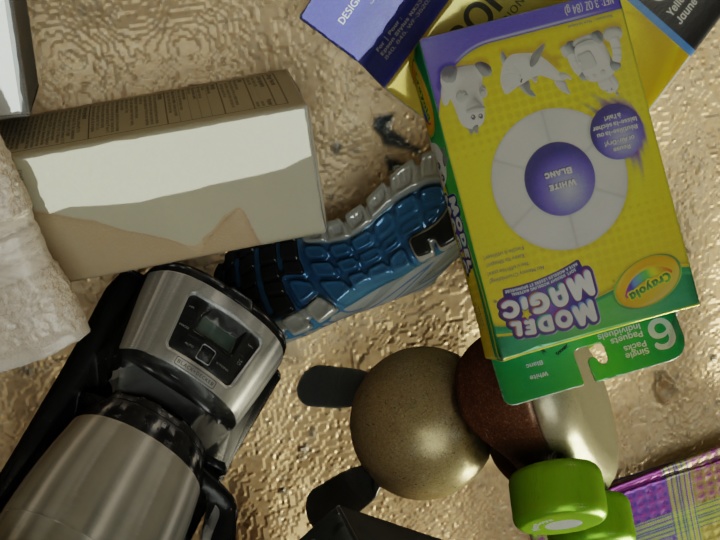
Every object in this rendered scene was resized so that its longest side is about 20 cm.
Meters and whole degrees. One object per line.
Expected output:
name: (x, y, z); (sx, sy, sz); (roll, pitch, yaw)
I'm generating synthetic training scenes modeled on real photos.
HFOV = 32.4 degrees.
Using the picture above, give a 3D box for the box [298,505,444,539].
box: (-0.017, 0.253, 0.696); (0.200, 0.125, 0.148); (-43, 141, 13)

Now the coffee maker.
coffee maker: (-0.150, 0.110, 0.717); (0.135, 0.190, 0.201); (50, 51, -32)

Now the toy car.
toy car: (0.054, 0.099, 0.777); (0.197, 0.167, 0.158); (-15, 153, 19)

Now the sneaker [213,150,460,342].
sneaker: (0.000, 0.000, 0.773); (0.198, 0.076, 0.087); (-22, 158, 15)

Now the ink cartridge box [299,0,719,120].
ink cartridge box: (0.101, -0.162, 0.707); (0.199, 0.047, 0.199); (32, 102, -23)

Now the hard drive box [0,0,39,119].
hard drive box: (-0.261, -0.179, 0.646); (0.153, 0.077, 0.203); (-6, 111, -9)

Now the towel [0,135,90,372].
towel: (-0.257, 0.006, 0.653); (0.197, 0.035, 0.134); (-18, 109, 10)

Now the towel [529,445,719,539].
towel: (0.228, 0.204, 0.919); (0.197, 0.023, 0.145); (-19, 114, -3)

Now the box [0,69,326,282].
box: (-0.125, -0.053, 0.713); (0.197, 0.095, 0.079); (-10, 112, -6)

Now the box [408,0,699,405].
box: (0.106, -0.037, 0.669); (0.116, 0.048, 0.203); (-15, 91, -5)
